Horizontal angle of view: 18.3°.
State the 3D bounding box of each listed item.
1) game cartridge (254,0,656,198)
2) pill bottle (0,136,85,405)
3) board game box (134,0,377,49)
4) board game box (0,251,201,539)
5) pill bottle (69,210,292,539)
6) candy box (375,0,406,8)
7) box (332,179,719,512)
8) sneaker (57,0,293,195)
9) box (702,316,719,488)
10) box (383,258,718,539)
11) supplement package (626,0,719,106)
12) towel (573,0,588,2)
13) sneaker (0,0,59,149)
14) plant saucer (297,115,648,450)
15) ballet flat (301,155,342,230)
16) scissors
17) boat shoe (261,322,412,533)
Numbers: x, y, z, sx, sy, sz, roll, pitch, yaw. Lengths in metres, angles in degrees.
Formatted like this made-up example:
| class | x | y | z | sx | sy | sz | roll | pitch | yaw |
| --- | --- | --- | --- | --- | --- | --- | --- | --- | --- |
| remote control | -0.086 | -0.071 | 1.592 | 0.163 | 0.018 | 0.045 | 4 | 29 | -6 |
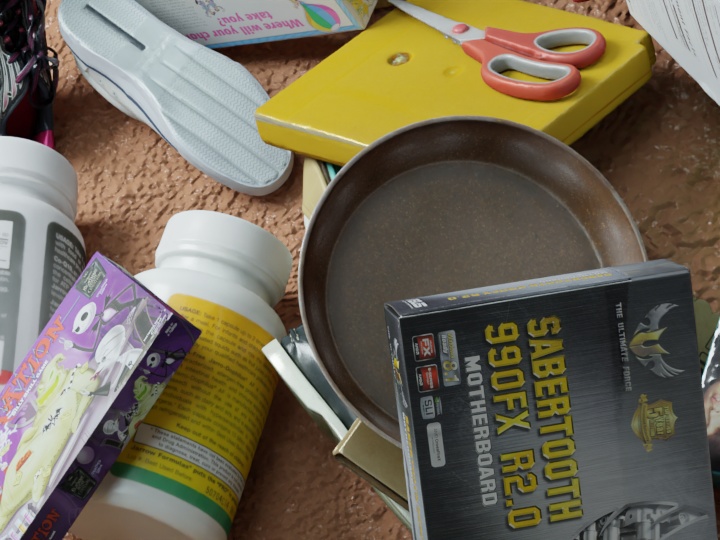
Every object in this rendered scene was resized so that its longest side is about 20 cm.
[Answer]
| class | x | y | z | sx | sy | sz | roll | pitch | yaw |
| --- | --- | --- | --- | --- | --- | --- | --- | --- | --- |
| game cartridge | 0.061 | -0.111 | 1.392 | 0.200 | 0.033 | 0.176 | 21 | 49 | 42 |
| pill bottle | -0.236 | 0.023 | 1.445 | 0.114 | 0.114 | 0.200 | -11 | 56 | 17 |
| board game box | -0.103 | -0.206 | 1.486 | 0.200 | 0.135 | 0.034 | -3 | 51 | 37 |
| board game box | -0.179 | 0.094 | 1.303 | 0.200 | 0.032 | 0.120 | -56 | 30 | -1 |
| pill bottle | -0.109 | 0.069 | 1.362 | 0.112 | 0.113 | 0.200 | 4 | 63 | 26 |
| candy box | 0.050 | -0.245 | 1.520 | 0.199 | 0.056 | 0.117 | -7 | 57 | 17 |
| box | 0.105 | 0.071 | 1.263 | 0.163 | 0.021 | 0.200 | 35 | 72 | 1 |
| sneaker | -0.120 | -0.119 | 1.512 | 0.200 | 0.071 | 0.073 | 43 | 79 | 15 |
| box | 0.246 | 0.027 | 1.240 | 0.082 | 0.049 | 0.201 | 11 | 78 | 33 |
| box | 0.103 | 0.104 | 1.181 | 0.158 | 0.201 | 0.048 | -8 | 10 | -8 |
| supplement package | 0.229 | -0.170 | 1.276 | 0.114 | 0.110 | 0.200 | -28 | 38 | -4 |
| towel | 0.215 | -0.246 | 1.433 | 0.199 | 0.023 | 0.145 | -12 | 59 | -2 |
| sneaker | -0.237 | -0.161 | 1.520 | 0.081 | 0.200 | 0.075 | -29 | 49 | -29 |
| plant saucer | 0.062 | 0.014 | 1.241 | 0.200 | 0.034 | 0.201 | 2 | 74 | -8 |
| ballet flat | 0.000 | 0.000 | 1.388 | 0.063 | 0.069 | 0.200 | -42 | 51 | 12 |
| scissors | 0.065 | -0.143 | 1.394 | 0.200 | 0.014 | 0.073 | 19 | 48 | 39 |
| boat shoe | 0.026 | 0.098 | 1.297 | 0.066 | 0.075 | 0.199 | -40 | 62 | -4 |
